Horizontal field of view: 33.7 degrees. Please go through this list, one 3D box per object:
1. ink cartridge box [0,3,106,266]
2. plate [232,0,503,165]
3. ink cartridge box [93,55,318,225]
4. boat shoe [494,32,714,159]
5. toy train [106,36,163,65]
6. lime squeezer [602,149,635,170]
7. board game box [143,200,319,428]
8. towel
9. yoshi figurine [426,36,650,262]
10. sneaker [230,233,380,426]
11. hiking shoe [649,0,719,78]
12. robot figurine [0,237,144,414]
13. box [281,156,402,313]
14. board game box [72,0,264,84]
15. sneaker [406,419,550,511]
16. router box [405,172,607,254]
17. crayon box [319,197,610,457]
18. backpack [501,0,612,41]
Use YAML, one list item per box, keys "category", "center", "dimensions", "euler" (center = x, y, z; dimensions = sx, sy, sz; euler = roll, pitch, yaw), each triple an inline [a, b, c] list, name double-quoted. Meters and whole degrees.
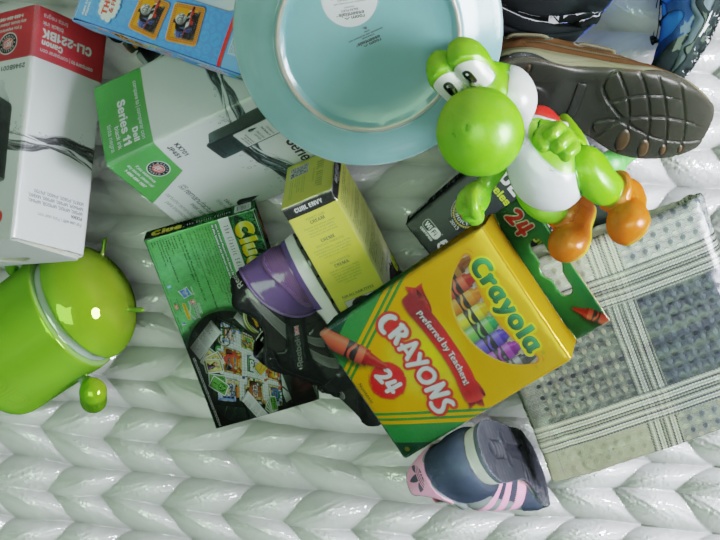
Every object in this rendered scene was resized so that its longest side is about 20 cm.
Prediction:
- category: "ink cartridge box"
  center: [-0.306, -0.111, 1.031]
  dimensions: [0.143, 0.083, 0.203]
  euler: [-3, 79, 35]
- category: "plate"
  center: [0.006, -0.169, 0.857]
  dimensions: [0.197, 0.026, 0.203]
  euler: [0, 114, -1]
- category: "ink cartridge box"
  center: [-0.099, -0.128, 1.005]
  dimensions: [0.198, 0.147, 0.084]
  euler: [-22, 61, 14]
- category: "boat shoe"
  center: [0.182, -0.147, 0.935]
  dimensions: [0.198, 0.074, 0.076]
  euler: [12, 125, -16]
- category: "toy train"
  center: [-0.138, -0.255, 1.032]
  dimensions: [0.200, 0.085, 0.114]
  euler: [-41, 101, 15]
- category: "lime squeezer"
  center: [0.178, -0.109, 0.966]
  dimensions: [0.198, 0.038, 0.072]
  euler: [12, 72, -16]
- category: "board game box"
  center: [-0.113, 0.043, 1.076]
  dimensions: [0.103, 0.024, 0.202]
  euler: [-14, 115, 5]
- category: "towel"
  center: [0.215, 0.058, 0.982]
  dimensions: [0.198, 0.035, 0.195]
  euler: [-20, 99, 11]
- category: "yoshi figurine"
  center: [0.116, -0.075, 0.846]
  dimensions: [0.200, 0.112, 0.113]
  euler: [40, 94, -28]
- category: "sneaker"
  center: [-0.048, 0.067, 1.055]
  dimensions: [0.087, 0.076, 0.201]
  euler: [-29, 115, 1]
- category: "hiking shoe"
  center: [0.262, -0.250, 0.967]
  dimensions: [0.086, 0.074, 0.202]
  euler: [19, 94, 14]
- category: "robot figurine"
  center: [-0.293, 0.055, 1.099]
  dimensions: [0.199, 0.116, 0.177]
  euler: [-32, 82, 14]
- category: "box"
  center: [0.000, 0.000, 1.021]
  dimensions: [0.050, 0.076, 0.201]
  euler: [-21, 121, 15]
- category: "board game box"
  center: [-0.122, -0.240, 0.938]
  dimensions: [0.198, 0.037, 0.153]
  euler: [22, 92, 26]
- category: "sneaker"
  center: [0.103, 0.175, 1.022]
  dimensions: [0.081, 0.200, 0.071]
  euler: [-24, 62, 17]
- category: "router box"
  center: [0.158, -0.016, 1.029]
  dimensions: [0.150, 0.062, 0.200]
  euler: [-40, 92, 14]
- category: "crayon box"
  center: [0.082, 0.045, 0.950]
  dimensions: [0.199, 0.051, 0.128]
  euler: [-35, 93, 21]
- category: "backpack"
  center: [0.115, -0.281, 0.923]
  dimensions: [0.198, 0.163, 0.170]
  euler: [15, 61, -14]
